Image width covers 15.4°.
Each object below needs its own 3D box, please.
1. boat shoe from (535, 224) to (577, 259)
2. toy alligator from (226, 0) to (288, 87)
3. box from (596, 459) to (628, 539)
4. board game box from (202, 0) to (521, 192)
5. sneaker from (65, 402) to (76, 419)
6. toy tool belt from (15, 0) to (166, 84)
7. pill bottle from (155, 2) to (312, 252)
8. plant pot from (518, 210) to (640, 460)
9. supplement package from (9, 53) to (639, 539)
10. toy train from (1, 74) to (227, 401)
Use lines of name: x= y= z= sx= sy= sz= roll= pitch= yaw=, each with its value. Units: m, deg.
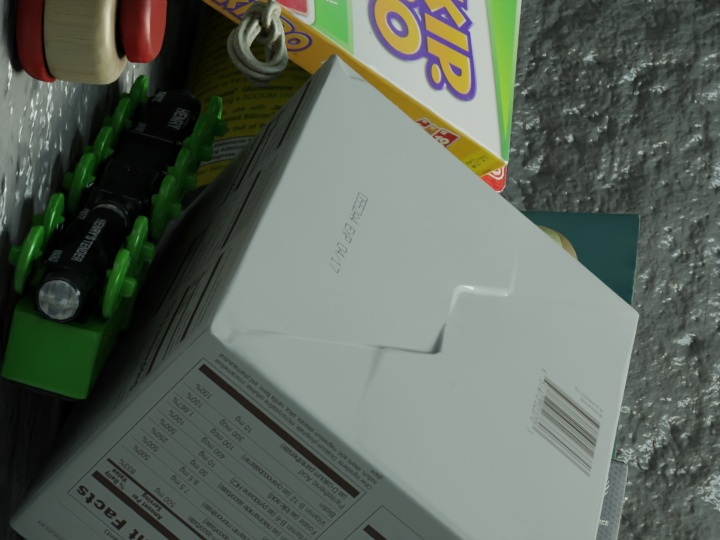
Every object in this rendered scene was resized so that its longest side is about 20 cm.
boat shoe: x=0.000 y=0.000 z=1.162 sx=0.063 sy=0.199 sz=0.074 roll=10 pitch=80 yaw=-50
toy alligator: x=-0.029 y=-0.168 z=0.974 sx=0.059 sy=0.054 sz=0.201 roll=14 pitch=62 yaw=-42
box: x=0.063 y=0.169 z=1.270 sx=0.200 sy=0.051 sz=0.159 roll=155 pitch=-53 yaw=-75
board game box: x=0.000 y=-0.114 z=1.044 sx=0.200 sy=0.030 sz=0.096 roll=34 pitch=50 yaw=-38
sneaker: x=-0.060 y=0.122 z=0.945 sx=0.060 sy=0.104 sz=0.201 roll=79 pitch=18 yaw=-70
toy tool belt: x=-0.039 y=-0.139 z=0.773 sx=0.125 sy=0.122 sz=0.201 roll=-75 pitch=170 yaw=-57
pill bottle: x=-0.020 y=-0.062 z=1.105 sx=0.113 sy=0.112 sz=0.201 roll=88 pitch=10 yaw=-56
plant pot: x=0.044 y=0.049 z=1.438 sx=0.141 sy=0.199 sz=0.142 roll=-70 pitch=165 yaw=-66
supplement package: x=-0.004 y=0.050 z=0.917 sx=0.111 sy=0.156 sz=0.200 roll=-44 pitch=-167 yaw=29
toy train: x=-0.083 y=-0.014 z=0.909 sx=0.200 sy=0.041 sz=0.057 roll=-70 pitch=175 yaw=-68
